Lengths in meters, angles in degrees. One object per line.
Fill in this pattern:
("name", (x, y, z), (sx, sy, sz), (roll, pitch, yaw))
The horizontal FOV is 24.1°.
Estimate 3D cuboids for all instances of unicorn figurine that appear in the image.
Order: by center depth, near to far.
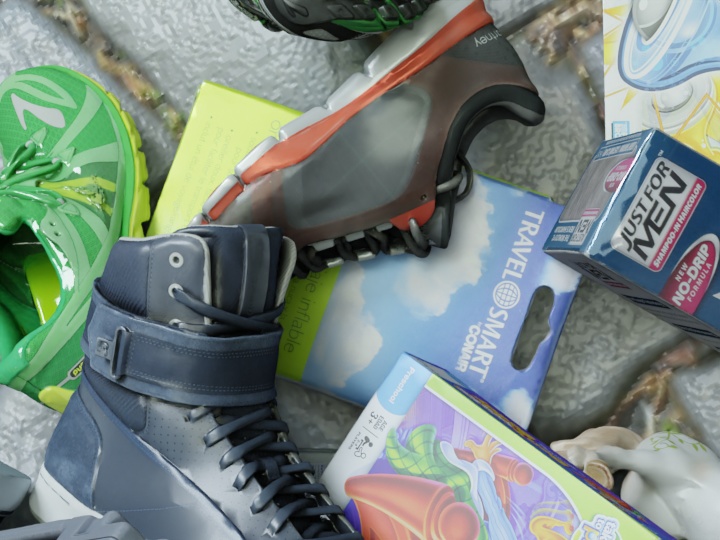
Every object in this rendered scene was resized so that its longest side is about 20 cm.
("unicorn figurine", (0.168, 0.121, 0.717), (0.200, 0.137, 0.074), (46, 114, 25))

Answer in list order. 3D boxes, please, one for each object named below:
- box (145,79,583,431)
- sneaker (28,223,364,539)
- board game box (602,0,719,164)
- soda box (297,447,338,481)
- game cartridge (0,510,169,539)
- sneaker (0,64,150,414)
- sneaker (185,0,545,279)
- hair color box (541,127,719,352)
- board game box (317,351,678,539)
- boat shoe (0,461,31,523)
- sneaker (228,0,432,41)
("box", (0.000, 0.000, 0.787), (0.199, 0.048, 0.122), (19, 88, 11))
("sneaker", (-0.038, 0.062, 0.649), (0.202, 0.077, 0.147), (24, 100, 32))
("board game box", (0.179, -0.143, 0.778), (0.135, 0.034, 0.201), (-2, 84, 10))
("soda box", (-0.031, 0.181, 0.763), (0.063, 0.068, 0.201), (-2, 83, 12))
("game cartridge", (-0.109, 0.154, 0.638), (0.133, 0.200, 0.041), (47, 50, -23))
("sneaker", (-0.144, -0.024, 0.770), (0.074, 0.083, 0.200), (-41, 48, 29))
("sneaker", (-0.002, -0.030, 0.732), (0.200, 0.077, 0.082), (-42, 84, 3))
("hair color box", (0.182, 0.016, 0.705), (0.200, 0.100, 0.061), (29, 89, -4))
("board game box", (0.019, 0.153, 0.677), (0.134, 0.045, 0.200), (35, 93, 31))
("boat shoe", (-0.193, 0.115, 0.730), (0.071, 0.200, 0.091), (29, 79, -4))
("sneaker", (-0.020, -0.130, 0.740), (0.085, 0.200, 0.078), (-37, 102, 14))
